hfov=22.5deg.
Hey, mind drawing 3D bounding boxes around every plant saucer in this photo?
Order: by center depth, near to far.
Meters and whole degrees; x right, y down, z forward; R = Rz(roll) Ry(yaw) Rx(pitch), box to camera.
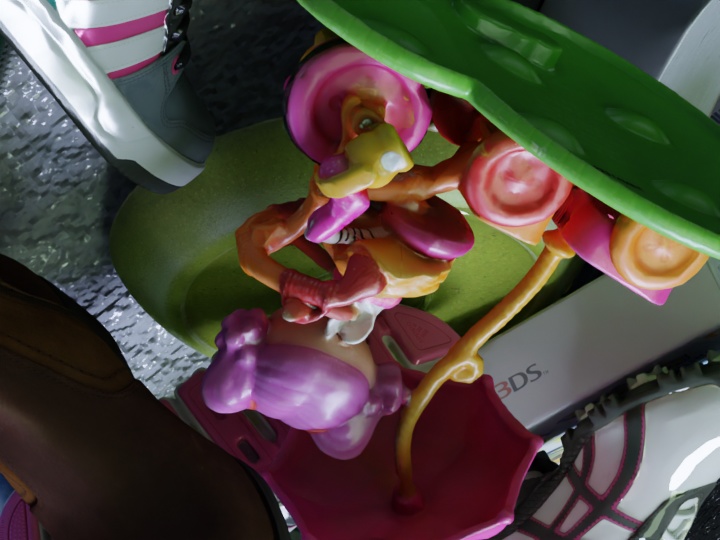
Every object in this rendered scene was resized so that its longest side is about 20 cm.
[{"bbox_3d":[0.000,0.000,0.725,0.199,0.031,0.200,-4,152,-2],"label":"plant saucer"}]

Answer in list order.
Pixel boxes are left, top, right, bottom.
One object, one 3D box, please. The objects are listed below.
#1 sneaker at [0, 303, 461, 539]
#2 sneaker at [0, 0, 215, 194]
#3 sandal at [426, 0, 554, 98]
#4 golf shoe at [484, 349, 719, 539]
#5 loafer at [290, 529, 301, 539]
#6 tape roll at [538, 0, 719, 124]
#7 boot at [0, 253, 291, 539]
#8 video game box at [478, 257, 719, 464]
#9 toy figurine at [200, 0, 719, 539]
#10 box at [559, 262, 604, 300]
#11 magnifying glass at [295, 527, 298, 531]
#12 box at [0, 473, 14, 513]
[{"bbox_3d":[-0.046,0.081,0.709,0.200,0.074,0.088,-29,154,-18],"label":"sneaker"},{"bbox_3d":[-0.060,-0.112,0.574,0.121,0.084,0.200,-32,148,1],"label":"sneaker"},{"bbox_3d":[0.060,-0.125,0.730,0.200,0.048,0.075,-31,148,-41],"label":"sandal"},{"bbox_3d":[0.108,0.095,0.726,0.200,0.088,0.077,-35,159,33],"label":"golf shoe"},{"bbox_3d":[-0.025,0.171,0.882,0.075,0.070,0.200,-32,156,18],"label":"loafer"},{"bbox_3d":[0.161,-0.096,0.766,0.200,0.066,0.201,-29,144,-23],"label":"tape roll"},{"bbox_3d":[-0.121,0.030,0.545,0.068,0.188,0.200,-42,140,8],"label":"boot"},{"bbox_3d":[0.109,0.043,0.801,0.200,0.047,0.182,-33,162,30],"label":"video game box"},{"bbox_3d":[0.017,0.013,0.598,0.200,0.150,0.184,22,114,-24],"label":"toy figurine"},{"bbox_3d":[0.087,-0.006,0.894,0.161,0.049,0.200,-5,133,-41],"label":"box"},{"bbox_3d":[-0.037,0.114,0.867,0.200,0.022,0.080,-16,154,-25],"label":"magnifying glass"},{"bbox_3d":[-0.144,0.110,0.715,0.048,0.122,0.200,-4,153,17],"label":"box"}]
